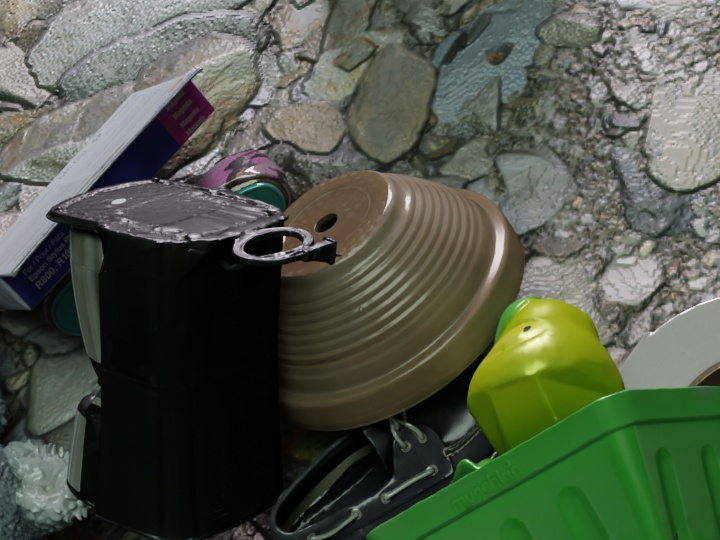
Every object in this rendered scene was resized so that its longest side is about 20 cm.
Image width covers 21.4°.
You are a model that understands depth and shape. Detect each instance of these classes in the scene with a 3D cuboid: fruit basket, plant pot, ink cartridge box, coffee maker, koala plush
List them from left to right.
[{"bbox_3d":[-0.281,0.133,1.290,0.177,0.184,0.200,-47,71,8],"label":"koala plush"},{"bbox_3d":[-0.190,-0.054,1.364,0.197,0.043,0.200,-49,16,-14],"label":"ink cartridge box"},{"bbox_3d":[-0.107,0.061,1.182,0.134,0.201,0.192,-10,20,-27],"label":"coffee maker"},{"bbox_3d":[0.000,0.000,1.255,0.200,0.093,0.201,-25,32,17],"label":"plant pot"},{"bbox_3d":[0.109,0.103,1.128,0.215,0.155,0.217,-2,87,39],"label":"fruit basket"}]

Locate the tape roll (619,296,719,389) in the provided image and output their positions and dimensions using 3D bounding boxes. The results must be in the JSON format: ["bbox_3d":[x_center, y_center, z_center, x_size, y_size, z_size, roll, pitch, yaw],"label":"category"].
[{"bbox_3d":[0.246,0.105,1.170,0.201,0.037,0.204,-9,57,15],"label":"tape roll"}]

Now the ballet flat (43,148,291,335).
[{"bbox_3d":[-0.143,-0.023,1.385,0.199,0.069,0.071,-32,36,0],"label":"ballet flat"}]

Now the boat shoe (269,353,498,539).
[{"bbox_3d":[0.023,0.120,1.227,0.200,0.063,0.073,-40,54,-7],"label":"boat shoe"}]
